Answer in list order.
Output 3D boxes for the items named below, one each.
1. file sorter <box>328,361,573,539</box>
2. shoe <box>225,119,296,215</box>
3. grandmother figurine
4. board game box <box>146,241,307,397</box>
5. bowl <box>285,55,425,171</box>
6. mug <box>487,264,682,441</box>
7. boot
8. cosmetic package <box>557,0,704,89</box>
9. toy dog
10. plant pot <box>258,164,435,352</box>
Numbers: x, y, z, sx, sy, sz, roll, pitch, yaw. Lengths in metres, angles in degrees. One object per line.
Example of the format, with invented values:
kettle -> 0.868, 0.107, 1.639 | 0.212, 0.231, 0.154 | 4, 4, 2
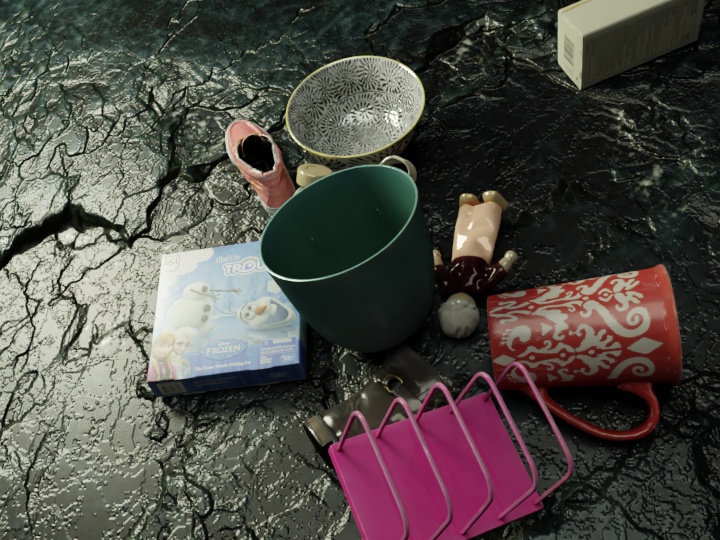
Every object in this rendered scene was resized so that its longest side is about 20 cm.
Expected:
file sorter -> 0.092, 0.191, 0.869 | 0.198, 0.126, 0.140 | -14, 62, -22
shoe -> -0.152, -0.175, 1.251 | 0.071, 0.091, 0.201 | -26, 54, -7
grandmother figurine -> 0.142, -0.006, 1.094 | 0.120, 0.061, 0.202 | -9, 52, 41
board game box -> -0.169, 0.056, 1.121 | 0.197, 0.044, 0.201 | -8, 53, 7
bowl -> -0.001, -0.205, 1.237 | 0.198, 0.095, 0.203 | -6, 53, 7
mug -> 0.246, 0.088, 0.958 | 0.197, 0.134, 0.179 | -6, 52, 12
boot -> 0.047, 0.183, 0.972 | 0.173, 0.070, 0.200 | -33, 58, -16
cosmetic package -> 0.392, -0.357, 1.254 | 0.198, 0.104, 0.074 | -23, 53, -6
toy dog -> -0.019, -0.071, 1.137 | 0.197, 0.133, 0.096 | -1, 25, 21
plant pot -> 0.000, 0.000, 1.034 | 0.198, 0.162, 0.202 | -16, 37, 13
